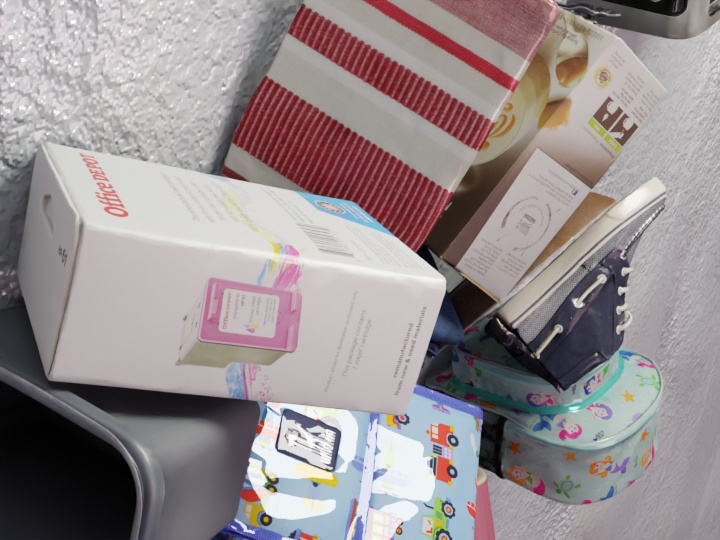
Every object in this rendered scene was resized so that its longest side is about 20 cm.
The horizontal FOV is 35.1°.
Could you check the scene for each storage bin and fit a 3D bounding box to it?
[{"bbox_3d":[-0.157,0.100,0.610,0.134,0.199,0.147,-18,127,-58],"label":"storage bin"}]

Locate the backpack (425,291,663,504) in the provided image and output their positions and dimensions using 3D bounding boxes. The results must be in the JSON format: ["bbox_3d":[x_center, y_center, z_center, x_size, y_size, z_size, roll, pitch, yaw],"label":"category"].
[{"bbox_3d":[0.180,0.119,1.064,0.177,0.199,0.152,-30,134,-39],"label":"backpack"}]

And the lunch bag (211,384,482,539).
[{"bbox_3d":[-0.023,0.134,0.754,0.199,0.094,0.151,30,48,-27],"label":"lunch bag"}]

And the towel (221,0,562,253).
[{"bbox_3d":[0.014,-0.112,0.713,0.201,0.144,0.023,-60,173,16],"label":"towel"}]

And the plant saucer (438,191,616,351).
[{"bbox_3d":[0.129,-0.005,0.962,0.200,0.035,0.200,-41,175,-4],"label":"plant saucer"}]

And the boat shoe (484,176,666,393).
[{"bbox_3d":[0.206,0.016,0.970,0.200,0.093,0.075,-42,174,-4],"label":"boat shoe"}]

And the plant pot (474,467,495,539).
[{"bbox_3d":[0.041,0.260,0.997,0.199,0.199,0.181,-2,98,-53],"label":"plant pot"}]

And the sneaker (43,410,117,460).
[{"bbox_3d":[-0.126,0.068,0.722,0.077,0.079,0.201,32,84,-56],"label":"sneaker"}]

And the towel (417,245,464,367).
[{"bbox_3d":[0.000,0.000,0.833,0.048,0.112,0.200,-31,151,21],"label":"towel"}]

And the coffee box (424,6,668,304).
[{"bbox_3d":[0.117,-0.094,0.862,0.080,0.114,0.200,33,97,-39],"label":"coffee box"}]

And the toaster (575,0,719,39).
[{"bbox_3d":[0.283,-0.318,0.986,0.200,0.118,0.182,-36,138,-35],"label":"toaster"}]

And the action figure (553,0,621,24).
[{"bbox_3d":[0.170,-0.124,0.980,0.119,0.101,0.201,-29,133,-56],"label":"action figure"}]

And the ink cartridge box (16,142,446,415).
[{"bbox_3d":[-0.077,0.003,0.621,0.199,0.145,0.085,11,106,-26],"label":"ink cartridge box"}]
